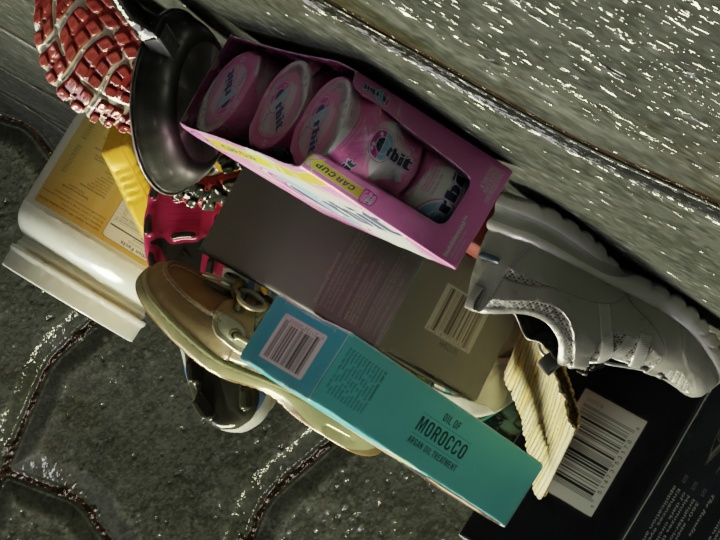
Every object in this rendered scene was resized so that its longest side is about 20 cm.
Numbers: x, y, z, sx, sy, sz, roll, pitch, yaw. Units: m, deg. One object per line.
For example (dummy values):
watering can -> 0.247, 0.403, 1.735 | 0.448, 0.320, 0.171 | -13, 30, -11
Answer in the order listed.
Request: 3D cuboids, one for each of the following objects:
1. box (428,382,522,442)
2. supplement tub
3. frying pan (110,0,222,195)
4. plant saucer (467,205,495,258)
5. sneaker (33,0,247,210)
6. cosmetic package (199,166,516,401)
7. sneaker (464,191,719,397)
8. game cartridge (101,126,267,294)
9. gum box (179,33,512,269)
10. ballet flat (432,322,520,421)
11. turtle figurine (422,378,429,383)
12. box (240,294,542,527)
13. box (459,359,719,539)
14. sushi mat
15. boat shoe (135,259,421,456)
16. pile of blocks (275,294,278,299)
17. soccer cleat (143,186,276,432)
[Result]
box -> 0.110, 0.088, 1.802 | 0.082, 0.049, 0.200 | 33, -147, 11
supplement tub -> -0.184, -0.059, 1.958 | 0.145, 0.200, 0.145 | 31, 177, 2
frying pan -> -0.113, -0.136, 1.479 | 0.031, 0.190, 0.115 | 4, -149, 22
plant saucer -> 0.072, -0.026, 1.588 | 0.200, 0.037, 0.200 | 33, 177, -27
sneaker -> -0.146, -0.128, 1.633 | 0.200, 0.078, 0.082 | 50, -158, -30
cosmetic package -> 0.000, 0.000, 1.585 | 0.107, 0.090, 0.200 | 29, 176, -41
sneaker -> 0.136, 0.031, 1.461 | 0.200, 0.082, 0.075 | 33, 176, -30
game cartridge -> -0.125, -0.044, 1.817 | 0.176, 0.032, 0.200 | -81, -29, -62
gum box -> -0.010, -0.070, 1.394 | 0.113, 0.066, 0.200 | 31, 177, -27
ballet flat -> 0.118, 0.046, 1.731 | 0.069, 0.069, 0.200 | 30, -146, 23
turtle figurine -> 0.135, 0.061, 1.999 | 0.194, 0.200, 0.144 | 8, 145, 22
box -> 0.021, 0.089, 1.537 | 0.200, 0.049, 0.082 | 36, 174, -39
box -> 0.199, 0.154, 1.723 | 0.117, 0.197, 0.200 | 30, 177, 35
sushi mat -> 0.115, 0.080, 1.565 | 0.200, 0.012, 0.096 | 96, 159, -72
boat shoe -> -0.054, 0.045, 1.608 | 0.200, 0.063, 0.073 | 31, -155, -12
pile of blocks -> -0.025, 0.047, 1.766 | 0.082, 0.062, 0.200 | 28, -168, 25
soccer cleat -> -0.103, 0.015, 1.723 | 0.070, 0.200, 0.086 | -10, -179, 18
